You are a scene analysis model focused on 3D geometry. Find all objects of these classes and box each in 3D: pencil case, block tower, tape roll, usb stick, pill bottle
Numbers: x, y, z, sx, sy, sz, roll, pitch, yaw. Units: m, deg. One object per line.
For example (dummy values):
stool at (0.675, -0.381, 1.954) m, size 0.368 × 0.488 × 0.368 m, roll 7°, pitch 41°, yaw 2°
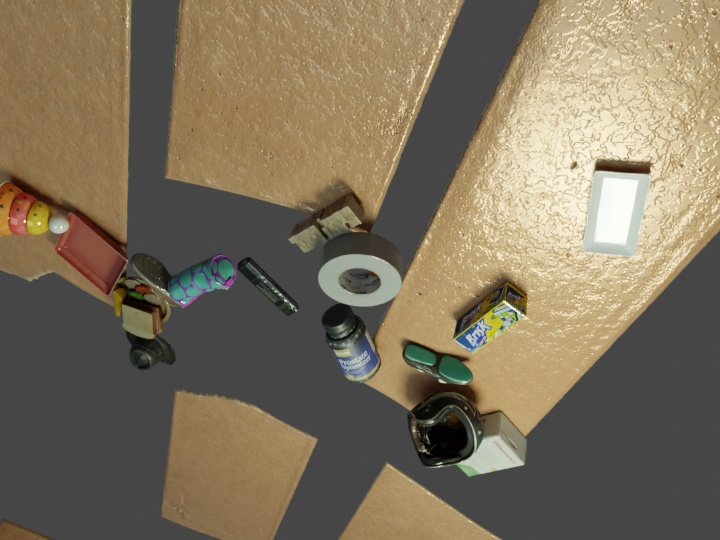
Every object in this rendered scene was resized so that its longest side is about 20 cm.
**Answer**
pencil case at (-0.421, 0.028, 1.807) m, size 0.197 × 0.085 × 0.095 m, roll -20°, pitch 95°, yaw 36°
block tower at (-0.076, -0.106, 1.563) m, size 0.197 × 0.055 × 0.058 m, roll -23°, pitch 120°, yaw 37°
tape roll at (0.000, 0.000, 1.592) m, size 0.194 × 0.068 × 0.203 m, roll 3°, pitch 143°, yaw 2°
usb stick at (-0.241, 0.043, 1.788) m, size 0.055 × 0.033 × 0.200 m, roll -29°, pitch 116°, yaw 31°
pill bottle at (-0.027, 0.188, 1.781) m, size 0.109 × 0.113 × 0.203 m, roll -6°, pitch 130°, yaw 26°

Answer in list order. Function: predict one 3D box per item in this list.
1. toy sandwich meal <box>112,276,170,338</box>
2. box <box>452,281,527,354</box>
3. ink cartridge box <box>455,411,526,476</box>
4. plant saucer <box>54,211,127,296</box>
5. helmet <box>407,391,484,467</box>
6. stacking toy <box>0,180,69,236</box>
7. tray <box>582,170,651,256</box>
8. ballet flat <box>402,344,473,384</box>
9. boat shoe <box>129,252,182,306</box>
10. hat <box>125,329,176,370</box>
toy sandwich meal at (-0.644, 0.107, 1.982) m, size 0.199 × 0.071 × 0.209 m, roll 11°, pitch 135°, yaw 11°
box at (0.304, 0.115, 1.613) m, size 0.069 × 0.065 × 0.200 m, roll 32°, pitch 135°, yaw -12°
ink cartridge box at (0.353, 0.496, 1.940) m, size 0.197 × 0.089 × 0.145 m, roll -25°, pitch 120°, yaw 39°
plant saucer at (-0.734, -0.050, 1.880) m, size 0.199 × 0.037 × 0.200 m, roll 41°, pitch 135°, yaw -7°
helmet at (0.235, 0.423, 1.841) m, size 0.185 × 0.202 × 0.204 m, roll -15°, pitch 134°, yaw -10°
stacking toy at (-0.863, -0.144, 1.796) m, size 0.194 × 0.149 × 0.148 m, roll 12°, pitch 137°, yaw -4°
tray at (0.502, -0.114, 1.347) m, size 0.104 × 0.022 × 0.204 m, roll 7°, pitch 134°, yaw 17°
ballet flat at (0.201, 0.252, 1.791) m, size 0.196 × 0.069 × 0.069 m, roll 24°, pitch 148°, yaw 14°
boat shoe at (-0.556, 0.035, 1.879) m, size 0.200 × 0.077 × 0.071 m, roll 45°, pitch 134°, yaw -19°
hat at (-0.666, 0.261, 2.118) m, size 0.195 × 0.082 × 0.203 m, roll 16°, pitch 143°, yaw 12°
